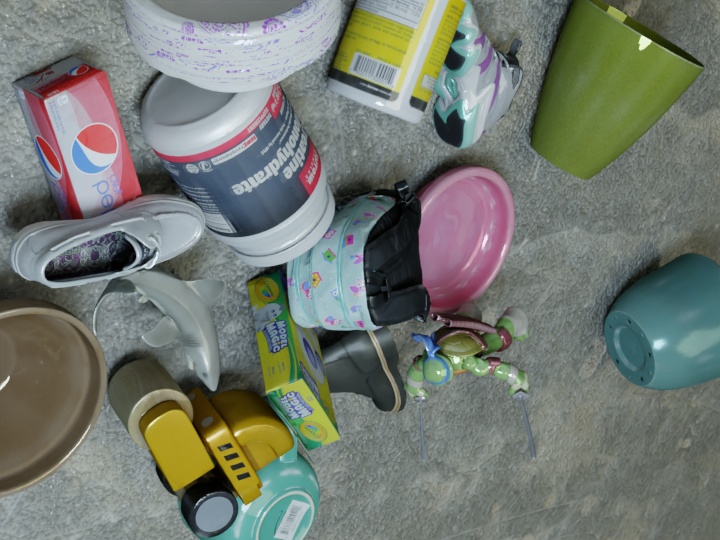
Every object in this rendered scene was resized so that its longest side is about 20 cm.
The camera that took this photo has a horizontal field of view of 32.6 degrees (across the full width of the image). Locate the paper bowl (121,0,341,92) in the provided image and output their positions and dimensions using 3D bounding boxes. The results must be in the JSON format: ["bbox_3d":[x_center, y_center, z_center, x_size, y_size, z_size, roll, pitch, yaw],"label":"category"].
[{"bbox_3d":[-0.117,-0.243,1.130,0.200,0.201,0.105,-34,148,-28],"label":"paper bowl"}]

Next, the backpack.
[{"bbox_3d":[0.000,0.000,1.388,0.200,0.126,0.167,-40,119,-66],"label":"backpack"}]

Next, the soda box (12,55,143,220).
[{"bbox_3d":[-0.258,-0.095,1.168,0.070,0.063,0.200,-33,130,-28],"label":"soda box"}]

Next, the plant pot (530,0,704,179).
[{"bbox_3d":[0.310,-0.227,1.596,0.187,0.187,0.200,8,120,-46],"label":"plant pot"}]

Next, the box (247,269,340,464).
[{"bbox_3d":[-0.074,0.108,1.362,0.048,0.200,0.117,-21,134,8],"label":"box"}]

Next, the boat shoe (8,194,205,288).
[{"bbox_3d":[-0.222,-0.024,1.143,0.200,0.068,0.072,-7,116,-41],"label":"boat shoe"}]

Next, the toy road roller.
[{"bbox_3d":[-0.164,0.169,1.322,0.146,0.123,0.200,-33,122,-13],"label":"toy road roller"}]

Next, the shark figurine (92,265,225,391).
[{"bbox_3d":[-0.185,0.024,1.235,0.214,0.089,0.129,44,35,-55],"label":"shark figurine"}]

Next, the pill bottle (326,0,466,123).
[{"bbox_3d":[0.048,-0.272,1.340,0.114,0.114,0.201,13,101,-47],"label":"pill bottle"}]

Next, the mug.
[{"bbox_3d":[-0.125,0.261,1.448,0.152,0.114,0.186,-32,130,-29],"label":"mug"}]

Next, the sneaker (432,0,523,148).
[{"bbox_3d":[0.148,-0.259,1.481,0.140,0.078,0.200,-34,141,-30],"label":"sneaker"}]

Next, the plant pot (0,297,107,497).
[{"bbox_3d":[-0.349,0.108,1.161,0.200,0.093,0.201,-21,126,-33],"label":"plant pot"}]

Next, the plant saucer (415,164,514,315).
[{"bbox_3d":[0.113,-0.042,1.572,0.200,0.051,0.201,-21,124,-35],"label":"plant saucer"}]

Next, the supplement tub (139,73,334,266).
[{"bbox_3d":[-0.119,-0.113,1.238,0.140,0.140,0.200,-47,136,-16],"label":"supplement tub"}]

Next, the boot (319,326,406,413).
[{"bbox_3d":[-0.022,0.136,1.535,0.138,0.078,0.200,-24,143,-7],"label":"boot"}]

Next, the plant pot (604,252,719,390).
[{"bbox_3d":[0.477,0.093,1.904,0.161,0.201,0.201,-20,125,-20],"label":"plant pot"}]

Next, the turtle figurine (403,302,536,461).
[{"bbox_3d":[0.135,0.130,1.515,0.200,0.144,0.194,53,37,-5],"label":"turtle figurine"}]
